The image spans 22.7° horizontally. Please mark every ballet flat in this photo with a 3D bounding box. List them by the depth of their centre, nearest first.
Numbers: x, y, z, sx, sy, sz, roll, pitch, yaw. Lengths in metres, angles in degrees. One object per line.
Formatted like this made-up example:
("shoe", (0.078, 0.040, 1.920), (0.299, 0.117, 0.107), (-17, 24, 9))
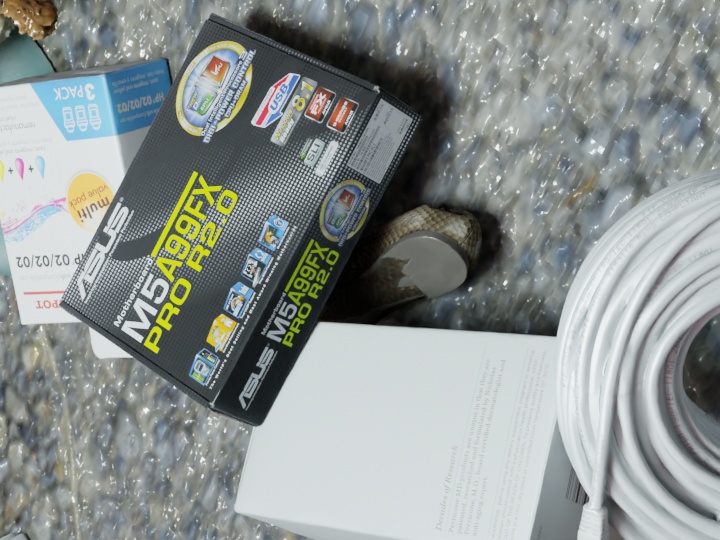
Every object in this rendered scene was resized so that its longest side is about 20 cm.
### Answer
("ballet flat", (0.000, 0.000, 1.069), (0.067, 0.046, 0.200), (43, 142, -20))

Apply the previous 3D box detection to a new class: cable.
("cable", (0.191, 0.050, 0.849), (0.199, 0.069, 0.201), (-6, 103, 3))

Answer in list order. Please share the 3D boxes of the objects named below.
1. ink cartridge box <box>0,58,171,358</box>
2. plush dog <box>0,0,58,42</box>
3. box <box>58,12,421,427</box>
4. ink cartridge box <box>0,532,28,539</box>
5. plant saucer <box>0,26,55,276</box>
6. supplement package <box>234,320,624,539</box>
("ink cartridge box", (-0.171, -0.030, 1.173), (0.115, 0.068, 0.201), (-3, 103, 33))
("plush dog", (-0.294, -0.148, 1.154), (0.160, 0.200, 0.172), (41, 108, 7))
("box", (-0.073, -0.033, 1.033), (0.160, 0.044, 0.201), (29, 92, 42))
("ink cartridge box", (-0.279, 0.319, 1.338), (0.086, 0.147, 0.201), (-36, 80, 40))
("plant saucer", (-0.281, -0.089, 1.273), (0.200, 0.039, 0.202), (15, 114, 35))
("supplement package", (0.050, 0.101, 0.982), (0.199, 0.117, 0.118), (2, 73, 39))
